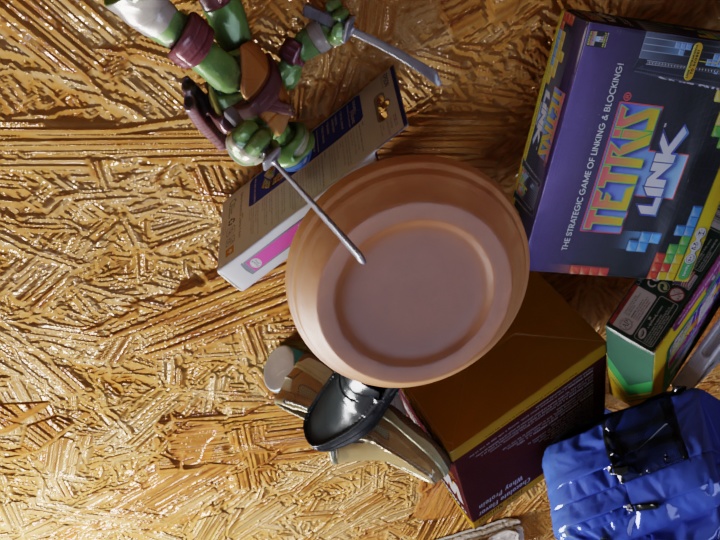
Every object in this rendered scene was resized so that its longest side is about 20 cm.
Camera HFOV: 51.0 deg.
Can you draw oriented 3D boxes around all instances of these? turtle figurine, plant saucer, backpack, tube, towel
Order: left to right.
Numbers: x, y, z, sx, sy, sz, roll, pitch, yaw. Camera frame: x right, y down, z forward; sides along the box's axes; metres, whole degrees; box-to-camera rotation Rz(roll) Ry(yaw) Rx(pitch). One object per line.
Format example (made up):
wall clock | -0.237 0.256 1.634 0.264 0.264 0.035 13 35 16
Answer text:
turtle figurine | -0.055 -0.143 0.498 0.145 0.199 0.194 -49 130 -6
tube | -0.028 0.141 0.896 0.077 0.051 0.198 -29 143 31
plant saucer | 0.040 0.013 0.585 0.194 0.038 0.205 -3 119 -6
towel | 0.206 0.512 1.378 0.195 0.035 0.134 -18 138 4
backpack | 0.284 0.225 0.755 0.161 0.171 0.198 31 136 -34

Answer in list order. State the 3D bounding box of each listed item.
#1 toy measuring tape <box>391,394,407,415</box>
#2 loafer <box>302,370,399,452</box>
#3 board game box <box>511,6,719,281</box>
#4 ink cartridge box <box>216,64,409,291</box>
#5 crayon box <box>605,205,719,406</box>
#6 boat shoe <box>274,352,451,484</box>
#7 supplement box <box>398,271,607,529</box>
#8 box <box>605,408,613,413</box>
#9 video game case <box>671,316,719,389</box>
toy measuring tape | 0.026 0.112 0.854 0.073 0.075 0.199 -34 132 21
loafer | 0.006 0.093 0.688 0.201 0.069 0.070 -48 148 23
board game box | 0.219 -0.095 0.612 0.161 0.057 0.204 2 119 -13
ink cartridge box | -0.037 -0.074 0.613 0.198 0.096 0.037 -37 125 22
crayon box | 0.327 0.028 0.774 0.201 0.058 0.173 -51 149 -13
boat shoe | -0.004 0.166 0.760 0.076 0.197 0.072 -49 148 -22
supplement box | 0.156 0.144 0.843 0.195 0.133 0.202 -32 139 -9
box | 0.261 0.229 1.073 0.121 0.048 0.199 26 124 -38
video game case | 0.424 0.043 0.836 0.198 0.023 0.185 -8 130 -54
